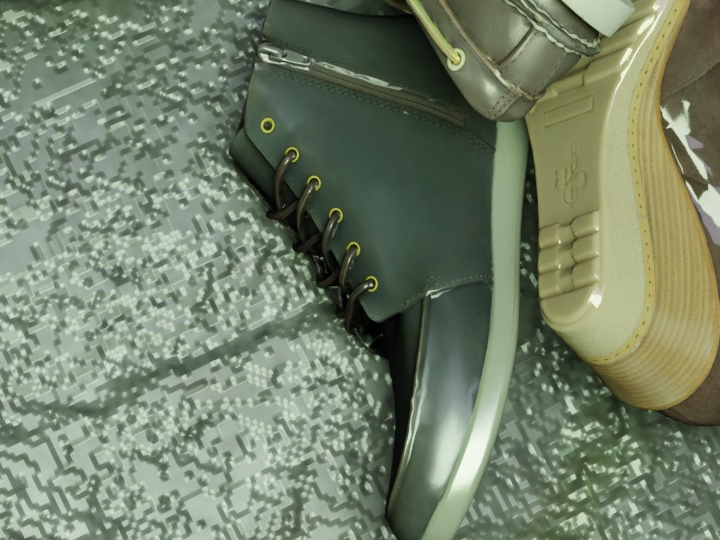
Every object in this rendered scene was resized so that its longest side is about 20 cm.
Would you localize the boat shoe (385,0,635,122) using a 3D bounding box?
[{"bbox_3d":[0.028,-0.116,0.878,0.072,0.200,0.060,33,102,-34],"label":"boat shoe"}]

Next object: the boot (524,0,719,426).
[{"bbox_3d":[0.129,-0.038,0.911,0.166,0.072,0.202,25,65,-43],"label":"boot"}]

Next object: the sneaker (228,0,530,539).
[{"bbox_3d":[0.000,0.000,0.892,0.105,0.075,0.202,9,65,-7],"label":"sneaker"}]
